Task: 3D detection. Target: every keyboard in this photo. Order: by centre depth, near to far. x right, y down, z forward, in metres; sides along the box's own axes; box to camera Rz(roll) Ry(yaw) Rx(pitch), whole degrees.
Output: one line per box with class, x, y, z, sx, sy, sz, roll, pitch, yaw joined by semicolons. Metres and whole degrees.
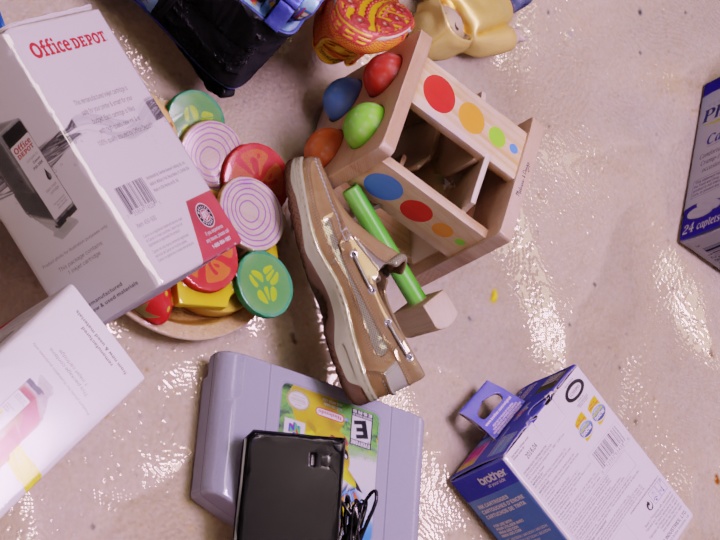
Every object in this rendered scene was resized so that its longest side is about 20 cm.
keyboard;-0.046;0.220;1.514;0.104;0.040;0.201;7;83;-9

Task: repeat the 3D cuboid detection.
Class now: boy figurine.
boy figurine;0.099;-0.246;1.836;0.200;0.064;0.125;-39;101;-45

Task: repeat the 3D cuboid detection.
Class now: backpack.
backpack;-0.116;-0.267;1.614;0.200;0.135;0.183;41;44;-9

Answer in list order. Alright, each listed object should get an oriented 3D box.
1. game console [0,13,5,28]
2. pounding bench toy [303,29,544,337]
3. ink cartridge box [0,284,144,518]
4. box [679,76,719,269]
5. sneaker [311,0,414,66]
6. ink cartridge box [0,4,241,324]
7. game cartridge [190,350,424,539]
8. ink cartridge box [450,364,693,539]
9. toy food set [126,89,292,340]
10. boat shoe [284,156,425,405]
game console;-0.343;-0.187;1.474;0.170;0.118;0.201;-18;82;-11
pounding bench toy;0.031;-0.064;1.660;0.156;0.124;0.200;35;53;-23
ink cartridge box;-0.257;0.114;1.334;0.083;0.145;0.200;53;48;-10
box;0.420;-0.078;2.002;0.184;0.105;0.200;32;54;-26
sneaker;-0.003;-0.192;1.652;0.073;0.077;0.200;28;13;-6
ink cartridge box;-0.189;-0.071;1.425;0.200;0.083;0.147;58;23;-1
game cartridge;-0.035;0.151;1.577;0.200;0.040;0.134;21;64;-32
ink cartridge box;0.166;0.174;1.703;0.200;0.076;0.136;53;46;-8
toy food set;-0.134;-0.045;1.567;0.198;0.049;0.201;4;69;-39
boat shoe;0.000;0.000;1.598;0.072;0.076;0.201;20;51;-78
